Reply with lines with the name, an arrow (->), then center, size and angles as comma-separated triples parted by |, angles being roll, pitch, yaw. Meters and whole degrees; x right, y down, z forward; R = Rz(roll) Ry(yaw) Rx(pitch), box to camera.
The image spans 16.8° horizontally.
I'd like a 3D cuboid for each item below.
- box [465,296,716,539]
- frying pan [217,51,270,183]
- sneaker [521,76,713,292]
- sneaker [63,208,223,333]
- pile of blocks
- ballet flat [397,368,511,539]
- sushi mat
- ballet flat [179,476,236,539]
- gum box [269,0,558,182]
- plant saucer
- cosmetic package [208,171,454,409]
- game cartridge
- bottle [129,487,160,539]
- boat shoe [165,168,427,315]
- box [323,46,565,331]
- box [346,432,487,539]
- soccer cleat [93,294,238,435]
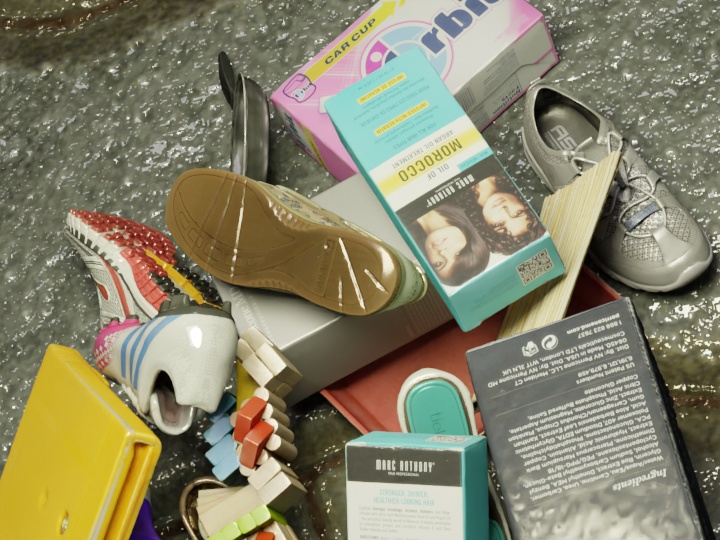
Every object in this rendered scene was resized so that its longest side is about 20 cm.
box -> 0.163, 0.159, 1.570 | 0.117, 0.197, 0.200 | -19, 56, 7
frying pan -> -0.092, -0.102, 1.899 | 0.031, 0.190, 0.115 | 2, 102, -8
sneaker -> 0.175, -0.061, 1.768 | 0.075, 0.082, 0.200 | -39, 56, -7
sneaker -> -0.177, 0.017, 1.838 | 0.200, 0.078, 0.082 | 46, 116, 49
pile of blocks -> -0.078, 0.133, 1.638 | 0.082, 0.062, 0.200 | -9, 75, 11
ballet flat -> 0.063, 0.162, 1.662 | 0.069, 0.069, 0.200 | -9, 95, 13
sushi mat -> 0.128, 0.007, 1.685 | 0.096, 0.012, 0.200 | -37, 23, 49
ballet flat -> -0.071, 0.220, 1.689 | 0.068, 0.067, 0.200 | -37, 56, -5
gum box -> 0.046, -0.151, 1.874 | 0.200, 0.066, 0.113 | -42, 58, -9
plant saucer -> 0.059, 0.039, 1.774 | 0.200, 0.037, 0.200 | -42, 57, -8
cosmetic package -> 0.000, 0.000, 1.745 | 0.200, 0.090, 0.107 | -28, 59, -3
game cartridge -> -0.207, 0.162, 1.698 | 0.200, 0.032, 0.176 | 37, 108, 63
bottle -> -0.168, 0.242, 1.701 | 0.083, 0.065, 0.200 | 6, 56, -17
boat shoe -> -0.048, -0.015, 1.691 | 0.200, 0.063, 0.073 | 26, 99, 29
box -> 0.055, -0.058, 1.679 | 0.082, 0.049, 0.200 | -31, 54, -2
box -> 0.039, 0.209, 1.598 | 0.082, 0.049, 0.200 | 1, 96, 22
soccer cleat -> -0.141, 0.073, 1.676 | 0.070, 0.200, 0.086 | 10, 76, -20
